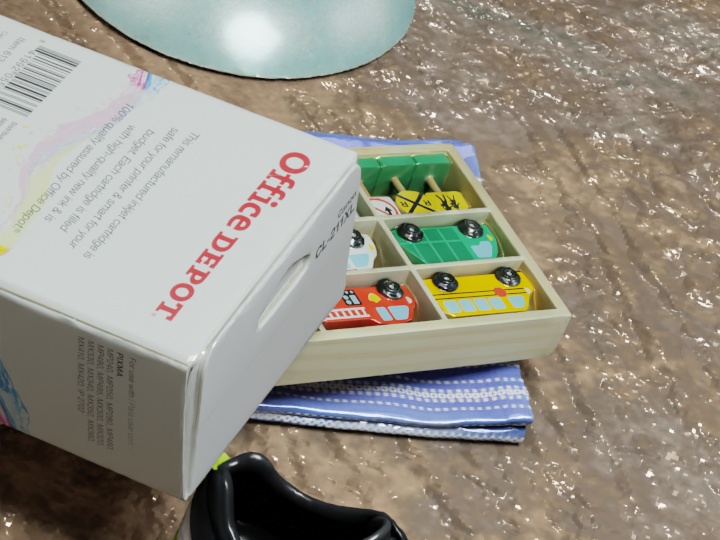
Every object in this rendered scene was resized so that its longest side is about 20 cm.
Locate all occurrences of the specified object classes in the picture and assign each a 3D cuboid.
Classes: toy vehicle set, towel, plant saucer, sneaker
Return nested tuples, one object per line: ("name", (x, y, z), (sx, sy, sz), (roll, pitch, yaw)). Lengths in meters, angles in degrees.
("toy vehicle set", (-0.017, -0.004, 1.205), (0.200, 0.027, 0.124), (-5, 44, -32))
("towel", (0.000, 0.000, 1.258), (0.145, 0.024, 0.200), (5, 40, -13))
("plant saucer", (-0.063, -0.178, 1.434), (0.201, 0.039, 0.201), (11, 39, -9))
("sneaker", (0.002, 0.140, 1.043), (0.200, 0.083, 0.072), (32, 42, 18))

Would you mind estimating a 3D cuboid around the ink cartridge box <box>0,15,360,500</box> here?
("ink cartridge box", (-0.120, -0.012, 1.085), (0.200, 0.083, 0.146), (22, 45, 16))
